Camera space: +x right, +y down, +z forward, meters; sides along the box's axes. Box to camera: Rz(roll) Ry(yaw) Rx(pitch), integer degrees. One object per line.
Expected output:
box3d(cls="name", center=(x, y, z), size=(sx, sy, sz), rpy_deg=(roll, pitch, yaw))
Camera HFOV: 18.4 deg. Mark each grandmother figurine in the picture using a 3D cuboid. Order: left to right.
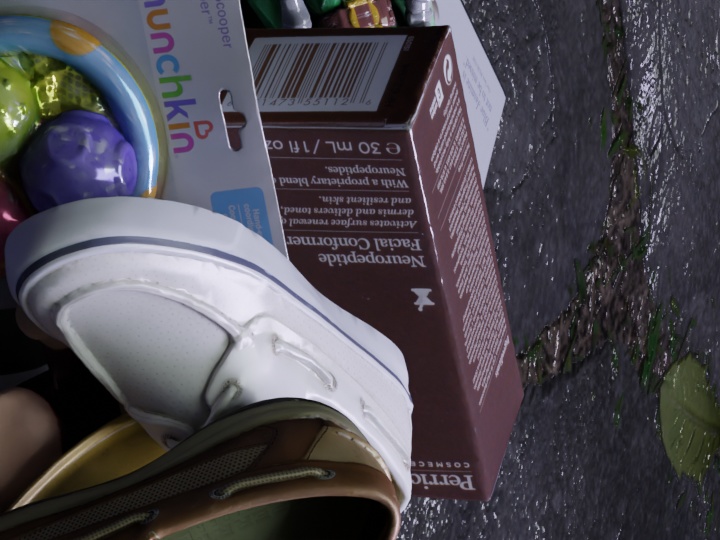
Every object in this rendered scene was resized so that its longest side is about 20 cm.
box3d(cls="grandmother figurine", center=(-0.120, 0.062, 0.780), size=(0.200, 0.060, 0.122), rpy_deg=(-21, 138, -60))

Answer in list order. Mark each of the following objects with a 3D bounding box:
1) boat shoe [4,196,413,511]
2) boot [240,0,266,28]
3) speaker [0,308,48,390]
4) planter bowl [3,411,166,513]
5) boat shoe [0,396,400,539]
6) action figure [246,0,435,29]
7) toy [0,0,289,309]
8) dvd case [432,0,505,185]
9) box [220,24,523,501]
box3d(cls="boat shoe", center=(-0.044, 0.040, 0.760), size=(0.200, 0.071, 0.070), rpy_deg=(36, 35, -50))
box3d(cls="boot", center=(-0.009, -0.164, 1.004), size=(0.066, 0.164, 0.201), rpy_deg=(38, 58, -30))
box3d(cls="speaker", center=(-0.154, -0.047, 0.836), size=(0.081, 0.081, 0.202), rpy_deg=(-19, 111, -59))
box3d(cls="planter bowl", center=(-0.077, 0.154, 0.795), size=(0.200, 0.083, 0.201), rpy_deg=(-45, 152, -32))
box3d(cls="boat shoe", center=(-0.076, 0.106, 0.686), size=(0.199, 0.074, 0.076), rpy_deg=(-32, 111, -12))
box3d(cls="action figure", center=(-0.009, -0.129, 0.937), size=(0.117, 0.055, 0.201), rpy_deg=(-19, 97, -14))
box3d(cls="toy", center=(-0.133, -0.034, 0.750), size=(0.047, 0.199, 0.116), rpy_deg=(-72, 154, -66))
box3d(cls="dvd case", center=(0.027, -0.044, 1.107), size=(0.143, 0.017, 0.201), rpy_deg=(58, 42, -54))
box3d(cls="box", center=(0.000, 0.000, 0.921), size=(0.075, 0.099, 0.201), rpy_deg=(-68, 152, -45))
